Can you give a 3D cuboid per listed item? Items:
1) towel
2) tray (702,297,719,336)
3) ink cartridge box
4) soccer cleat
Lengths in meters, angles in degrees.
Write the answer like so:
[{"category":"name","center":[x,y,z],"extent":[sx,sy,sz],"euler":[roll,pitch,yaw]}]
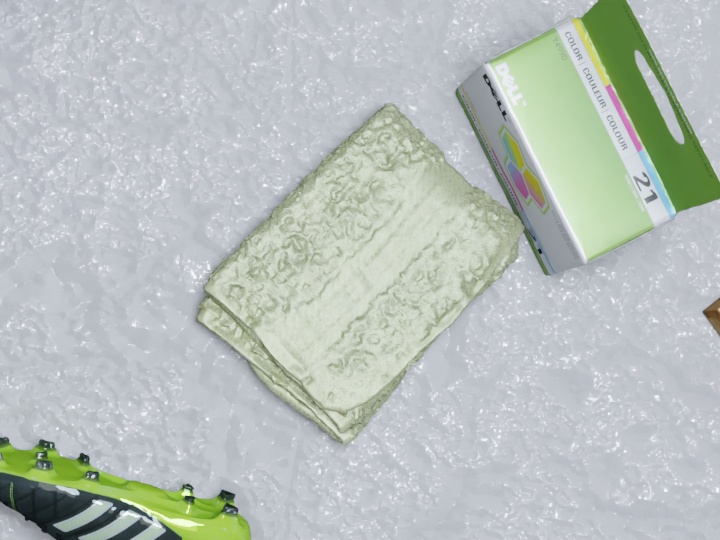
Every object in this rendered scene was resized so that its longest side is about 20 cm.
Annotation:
[{"category":"towel","center":[0.000,0.000,1.100],"extent":[0.148,0.036,0.200],"euler":[42,83,-2]},{"category":"tray","center":[0.349,0.008,1.140],"extent":[0.199,0.037,0.099],"euler":[-37,91,-8]},{"category":"ink cartridge box","center":[0.140,-0.084,1.038],"extent":[0.075,0.200,0.149],"euler":[-27,89,-7]},{"category":"soccer cleat","center":[-0.170,0.166,1.057],"extent":[0.199,0.068,0.082],"euler":[17,97,-6]}]
